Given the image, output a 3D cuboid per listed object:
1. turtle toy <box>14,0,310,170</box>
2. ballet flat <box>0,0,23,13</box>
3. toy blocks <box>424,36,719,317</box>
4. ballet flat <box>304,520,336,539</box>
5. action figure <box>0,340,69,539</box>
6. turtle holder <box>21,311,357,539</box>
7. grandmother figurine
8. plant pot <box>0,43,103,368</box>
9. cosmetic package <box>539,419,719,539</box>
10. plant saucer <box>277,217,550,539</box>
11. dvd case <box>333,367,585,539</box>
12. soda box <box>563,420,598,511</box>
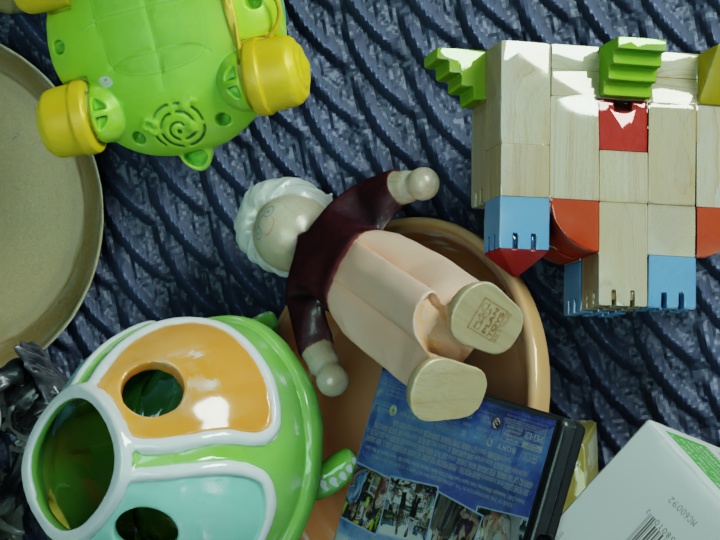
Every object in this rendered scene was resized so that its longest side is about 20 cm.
[{"bbox_3d":[-0.102,-0.150,1.124,0.145,0.101,0.201,-11,95,12],"label":"turtle toy"},{"bbox_3d":[-0.170,-0.238,1.158,0.063,0.069,0.201,3,101,-16],"label":"ballet flat"},{"bbox_3d":[0.132,-0.037,1.067,0.199,0.100,0.137,3,83,-14],"label":"toy blocks"},{"bbox_3d":[0.004,0.233,1.173,0.071,0.071,0.201,-26,89,14],"label":"ballet flat"},{"bbox_3d":[-0.209,0.105,1.175,0.199,0.119,0.102,-13,53,18],"label":"action figure"},{"bbox_3d":[-0.109,0.102,1.101,0.185,0.131,0.141,-26,73,39],"label":"turtle holder"},{"bbox_3d":[0.000,0.000,1.081,0.061,0.200,0.121,38,85,-39],"label":"grandmother figurine"},{"bbox_3d":[-0.234,-0.036,1.206,0.199,0.027,0.201,2,97,13],"label":"plant pot"},{"bbox_3d":[0.184,0.150,1.038,0.085,0.200,0.108,-50,58,13],"label":"cosmetic package"},{"bbox_3d":[0.023,0.073,1.114,0.200,0.037,0.201,-16,66,40],"label":"plant saucer"},{"bbox_3d":[0.030,0.154,1.031,0.142,0.018,0.201,13,87,53],"label":"dvd case"},{"bbox_3d":[0.092,0.182,1.143,0.067,0.064,0.201,-1,96,13],"label":"soda box"}]
